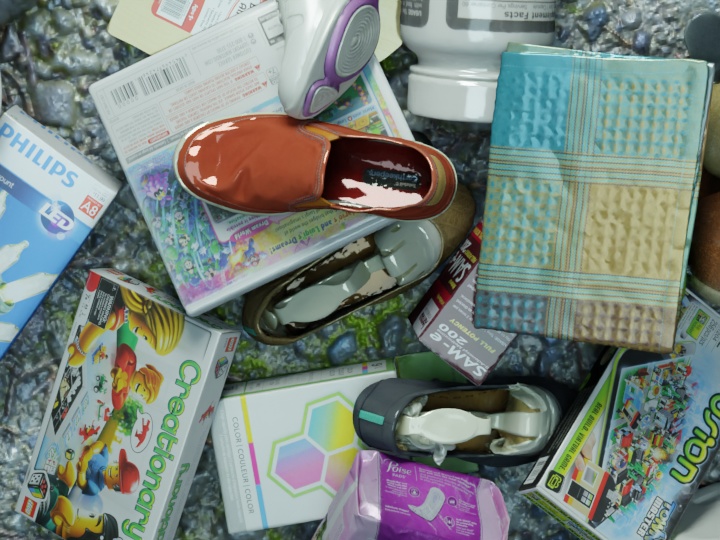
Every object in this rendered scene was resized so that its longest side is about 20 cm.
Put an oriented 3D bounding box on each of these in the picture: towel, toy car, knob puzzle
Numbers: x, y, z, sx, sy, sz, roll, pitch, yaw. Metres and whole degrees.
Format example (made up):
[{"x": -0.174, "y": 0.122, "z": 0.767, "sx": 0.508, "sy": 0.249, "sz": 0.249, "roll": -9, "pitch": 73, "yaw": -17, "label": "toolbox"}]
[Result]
[{"x": 0.157, "y": -0.050, "z": 1.216, "sx": 0.145, "sy": 0.022, "sz": 0.202, "roll": 8, "pitch": 100, "yaw": 11, "label": "towel"}, {"x": 0.277, "y": -0.086, "z": 1.243, "sx": 0.163, "sy": 0.158, "sz": 0.201, "roll": 0, "pitch": 123, "yaw": 1, "label": "toy car"}, {"x": -0.058, "y": -0.212, "z": 1.301, "sx": 0.218, "sy": 0.030, "sz": 0.222, "roll": 0, "pitch": 100, "yaw": -1, "label": "knob puzzle"}]

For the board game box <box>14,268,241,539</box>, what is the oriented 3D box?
[{"x": -0.175, "y": 0.114, "z": 1.329, "sx": 0.126, "sy": 0.035, "sz": 0.201, "roll": 23, "pitch": 101, "yaw": 25, "label": "board game box"}]

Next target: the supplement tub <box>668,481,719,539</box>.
[{"x": 0.307, "y": 0.271, "z": 1.343, "sx": 0.144, "sy": 0.145, "sz": 0.201, "roll": -14, "pitch": 101, "yaw": 1, "label": "supplement tub"}]

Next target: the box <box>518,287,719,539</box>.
[{"x": 0.213, "y": 0.113, "z": 1.322, "sx": 0.110, "sy": 0.035, "sz": 0.201, "roll": 37, "pitch": 69, "yaw": -8, "label": "box"}]

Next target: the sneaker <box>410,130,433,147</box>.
[{"x": -0.047, "y": -0.074, "z": 1.305, "sx": 0.199, "sy": 0.074, "sz": 0.089, "roll": -23, "pitch": 102, "yaw": 3, "label": "sneaker"}]

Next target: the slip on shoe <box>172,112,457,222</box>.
[{"x": -0.033, "y": -0.071, "z": 1.223, "sx": 0.198, "sy": 0.061, "sz": 0.075, "roll": 7, "pitch": 88, "yaw": 6, "label": "slip on shoe"}]

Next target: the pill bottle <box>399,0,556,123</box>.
[{"x": 0.085, "y": -0.210, "z": 1.263, "sx": 0.112, "sy": 0.113, "sz": 0.202, "roll": 3, "pitch": 101, "yaw": -2, "label": "pill bottle"}]

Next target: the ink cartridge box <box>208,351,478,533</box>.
[{"x": -0.011, "y": 0.128, "z": 1.351, "sx": 0.198, "sy": 0.059, "sz": 0.105, "roll": -9, "pitch": 99, "yaw": 0, "label": "ink cartridge box"}]

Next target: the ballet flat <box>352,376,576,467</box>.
[{"x": 0.091, "y": 0.113, "z": 1.312, "sx": 0.199, "sy": 0.073, "sz": 0.074, "roll": 4, "pitch": 102, "yaw": -26, "label": "ballet flat"}]

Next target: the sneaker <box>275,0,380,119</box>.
[{"x": -0.032, "y": -0.203, "z": 1.241, "sx": 0.099, "sy": 0.075, "sz": 0.201, "roll": 12, "pitch": 82, "yaw": 23, "label": "sneaker"}]

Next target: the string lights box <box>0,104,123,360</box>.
[{"x": -0.275, "y": -0.011, "z": 1.318, "sx": 0.102, "sy": 0.059, "sz": 0.201, "roll": 35, "pitch": 98, "yaw": -8, "label": "string lights box"}]

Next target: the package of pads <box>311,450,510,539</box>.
[{"x": 0.018, "y": 0.231, "z": 1.323, "sx": 0.120, "sy": 0.076, "sz": 0.201, "roll": 16, "pitch": 129, "yaw": -14, "label": "package of pads"}]

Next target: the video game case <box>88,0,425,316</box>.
[{"x": -0.070, "y": -0.091, "z": 1.269, "sx": 0.199, "sy": 0.024, "sz": 0.183, "roll": -25, "pitch": 84, "yaw": 1, "label": "video game case"}]

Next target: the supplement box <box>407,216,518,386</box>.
[{"x": 0.119, "y": -0.020, "z": 1.297, "sx": 0.061, "sy": 0.109, "sz": 0.201, "roll": 36, "pitch": 94, "yaw": -7, "label": "supplement box"}]

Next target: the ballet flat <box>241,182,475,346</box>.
[{"x": 0.000, "y": 0.000, "z": 1.321, "sx": 0.199, "sy": 0.072, "sz": 0.068, "roll": -27, "pitch": 101, "yaw": 3, "label": "ballet flat"}]
